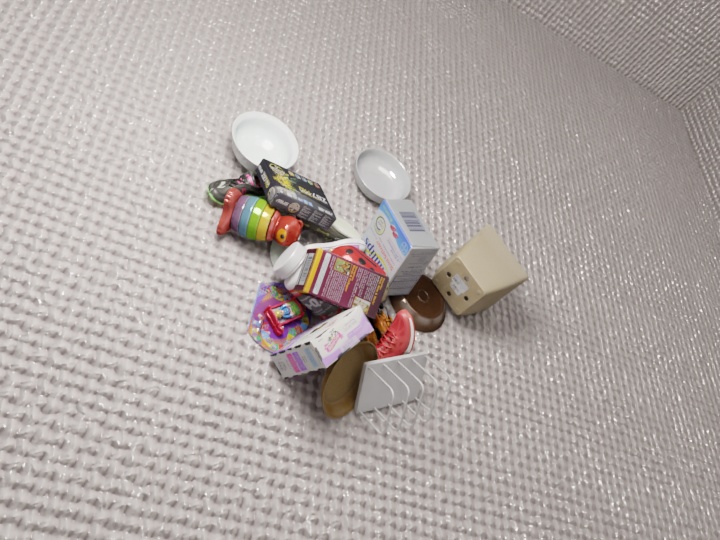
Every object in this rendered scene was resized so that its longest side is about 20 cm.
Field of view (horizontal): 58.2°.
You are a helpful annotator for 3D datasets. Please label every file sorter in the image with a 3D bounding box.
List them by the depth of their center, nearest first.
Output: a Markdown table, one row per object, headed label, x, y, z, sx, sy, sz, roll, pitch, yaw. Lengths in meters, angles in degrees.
| label | x | y | z | sx | sy | sz | roll | pitch | yaw |
| --- | --- | --- | --- | --- | --- | --- | --- | --- | --- |
| file sorter | 0.108 | 0.302 | 1.586 | 0.198 | 0.140 | 0.124 | -5 | 27 | -36 |

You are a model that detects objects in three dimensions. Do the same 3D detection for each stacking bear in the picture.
| label | x | y | z | sx | sy | sz | roll | pitch | yaw |
| --- | --- | --- | --- | --- | --- | --- | --- | --- | --- |
| stacking bear | -0.246 | -0.123 | 1.647 | 0.198 | 0.123 | 0.114 | 20 | 19 | 0 |

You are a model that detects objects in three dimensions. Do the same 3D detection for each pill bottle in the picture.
| label | x | y | z | sx | sy | sz | roll | pitch | yaw |
| --- | --- | --- | --- | --- | --- | --- | --- | --- | --- |
| pill bottle | -0.120 | 0.031 | 1.635 | 0.200 | 0.113 | 0.114 | 43 | 45 | -18 |

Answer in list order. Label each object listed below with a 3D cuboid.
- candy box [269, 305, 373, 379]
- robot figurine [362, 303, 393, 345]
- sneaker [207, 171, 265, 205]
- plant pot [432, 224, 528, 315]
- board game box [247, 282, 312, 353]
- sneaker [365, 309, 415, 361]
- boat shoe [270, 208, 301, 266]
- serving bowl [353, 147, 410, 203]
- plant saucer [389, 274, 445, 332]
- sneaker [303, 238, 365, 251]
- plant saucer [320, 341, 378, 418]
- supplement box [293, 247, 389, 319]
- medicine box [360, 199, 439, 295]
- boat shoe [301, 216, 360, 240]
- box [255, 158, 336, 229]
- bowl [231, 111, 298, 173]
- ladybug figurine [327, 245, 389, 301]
| label | x | y | z | sx | sy | sz | roll | pitch | yaw |
| --- | --- | --- | --- | --- | --- | --- | --- | --- | --- |
| candy box | -0.092 | 0.170 | 1.512 | 0.167 | 0.199 | 0.072 | -34 | 96 | -38 |
| robot figurine | 0.022 | 0.113 | 1.738 | 0.144 | 0.058 | 0.202 | -10 | 68 | -39 |
| sneaker | -0.318 | -0.229 | 1.721 | 0.199 | 0.084 | 0.077 | -20 | 72 | -41 |
| plant pot | 0.331 | 0.019 | 1.909 | 0.176 | 0.200 | 0.201 | -26 | 77 | -43 |
| board game box | -0.189 | 0.110 | 1.610 | 0.157 | 0.039 | 0.202 | 25 | 50 | -18 |
| sneaker | 0.063 | 0.195 | 1.630 | 0.114 | 0.202 | 0.078 | -4 | 26 | -31 |
| boat shoe | -0.191 | -0.088 | 1.723 | 0.060 | 0.075 | 0.202 | 46 | 47 | -59 |
| serving bowl | 0.058 | -0.283 | 2.022 | 0.198 | 0.066 | 0.202 | 17 | 53 | -24 |
| plant saucer | 0.175 | 0.081 | 1.879 | 0.198 | 0.037 | 0.202 | 17 | 52 | -23 |
| sneaker | -0.063 | -0.019 | 1.768 | 0.199 | 0.073 | 0.115 | -11 | 72 | -28 |
| plant saucer | -0.034 | 0.254 | 1.546 | 0.035 | 0.202 | 0.199 | 25 | 37 | 32 |
| supplement box | -0.046 | 0.032 | 1.559 | 0.198 | 0.085 | 0.111 | 23 | 82 | -23 |
| medicine box | 0.098 | -0.062 | 1.788 | 0.102 | 0.201 | 0.183 | -2 | 49 | -35 |
| boat shoe | -0.093 | -0.124 | 1.818 | 0.200 | 0.060 | 0.072 | 30 | 26 | -15 |
| box | -0.171 | -0.202 | 1.713 | 0.199 | 0.049 | 0.162 | 22 | 31 | -39 |
| bowl | -0.280 | -0.338 | 1.814 | 0.199 | 0.090 | 0.203 | 18 | 52 | -24 |
| ladybug figurine | 0.000 | 0.000 | 1.687 | 0.199 | 0.072 | 0.136 | 38 | 17 | -13 |
